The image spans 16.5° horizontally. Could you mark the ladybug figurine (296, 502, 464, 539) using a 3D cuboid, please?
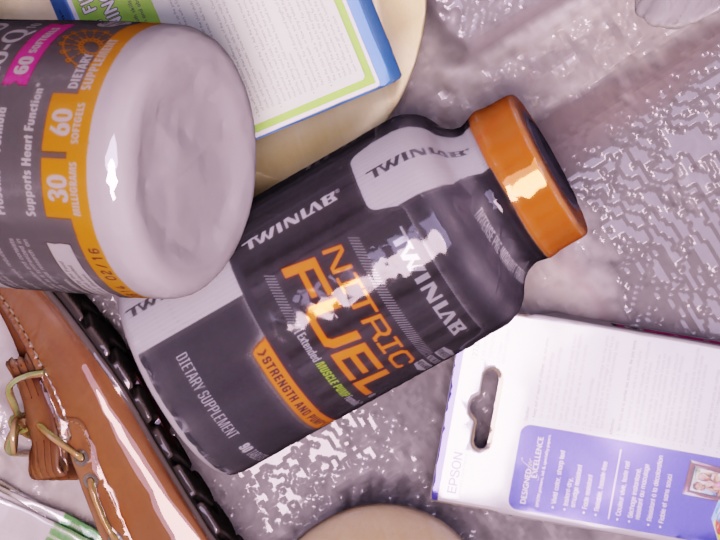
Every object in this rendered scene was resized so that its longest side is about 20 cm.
[{"bbox_3d":[0.002,0.204,1.152,0.135,0.072,0.202,11,94,-1],"label":"ladybug figurine"}]

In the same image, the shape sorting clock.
[{"bbox_3d":[-0.069,-0.127,1.133,0.198,0.039,0.202,0,102,0],"label":"shape sorting clock"}]

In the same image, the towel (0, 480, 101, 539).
[{"bbox_3d":[-0.198,0.166,1.175,0.199,0.023,0.153,27,95,-2],"label":"towel"}]

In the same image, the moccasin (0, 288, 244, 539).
[{"bbox_3d":[-0.126,0.079,1.139,0.077,0.074,0.202,-31,90,3],"label":"moccasin"}]

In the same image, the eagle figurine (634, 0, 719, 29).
[{"bbox_3d":[0.192,-0.199,1.094,0.151,0.151,0.202,-3,106,11],"label":"eagle figurine"}]

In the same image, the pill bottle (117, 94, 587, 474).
[{"bbox_3d":[0.000,0.000,1.107,0.199,0.106,0.107,-30,94,10],"label":"pill bottle"}]

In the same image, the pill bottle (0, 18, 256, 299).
[{"bbox_3d":[-0.154,-0.050,1.079,0.199,0.116,0.117,4,96,28],"label":"pill bottle"}]

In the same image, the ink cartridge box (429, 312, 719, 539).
[{"bbox_3d":[0.137,0.076,1.159,0.198,0.037,0.095,10,96,-3],"label":"ink cartridge box"}]
